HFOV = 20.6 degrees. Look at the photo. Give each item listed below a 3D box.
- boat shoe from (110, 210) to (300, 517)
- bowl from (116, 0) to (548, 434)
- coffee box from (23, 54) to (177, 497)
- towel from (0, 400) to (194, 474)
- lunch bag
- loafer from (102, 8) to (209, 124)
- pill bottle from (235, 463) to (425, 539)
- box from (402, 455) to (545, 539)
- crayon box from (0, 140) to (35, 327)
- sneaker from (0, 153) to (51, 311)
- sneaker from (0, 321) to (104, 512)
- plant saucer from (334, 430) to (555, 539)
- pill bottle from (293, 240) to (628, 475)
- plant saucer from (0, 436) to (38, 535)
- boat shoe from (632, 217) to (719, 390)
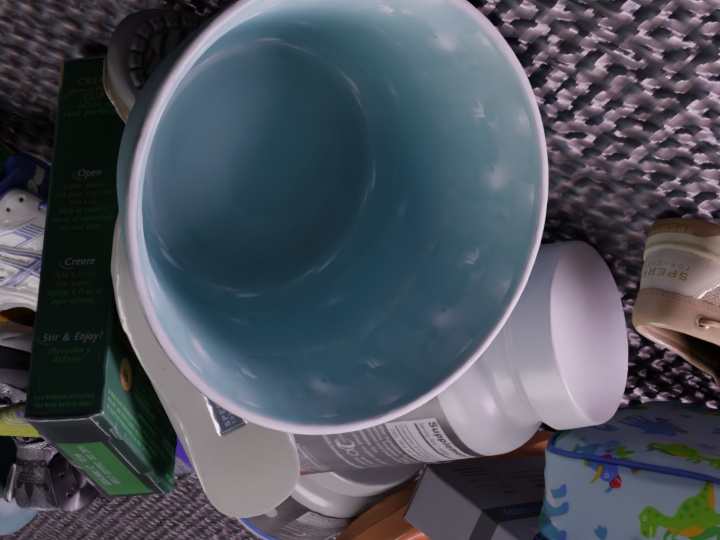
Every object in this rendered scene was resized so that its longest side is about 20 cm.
[{"bbox_3d":[-0.082,0.030,0.979,0.072,0.070,0.201,-126,18,-55],"label":"boat shoe"},{"bbox_3d":[-0.028,-0.039,0.873,0.201,0.201,0.105,34,176,-30],"label":"bowl"},{"bbox_3d":[-0.126,0.004,1.021,0.044,0.201,0.123,-4,155,11],"label":"coffee box"},{"bbox_3d":[-0.125,0.100,1.196,0.143,0.023,0.200,19,162,-37],"label":"towel"},{"bbox_3d":[0.194,0.127,1.063,0.160,0.083,0.200,9,-172,27],"label":"lunch bag"},{"bbox_3d":[-0.057,-0.056,0.979,0.070,0.075,0.200,-8,145,46],"label":"loafer"},{"bbox_3d":[-0.021,0.113,1.306,0.113,0.114,0.200,25,158,-9],"label":"pill bottle"},{"bbox_3d":[0.144,0.174,1.122,0.156,0.041,0.200,2,-153,-47],"label":"box"},{"bbox_3d":[-0.244,-0.030,1.251,0.118,0.058,0.200,6,155,34],"label":"crayon box"},{"bbox_3d":[-0.172,-0.021,1.117,0.199,0.075,0.088,0,124,-1],"label":"sneaker"},{"bbox_3d":[-0.217,0.097,1.294,0.075,0.114,0.200,5,170,34],"label":"sneaker"},{"bbox_3d":[0.058,0.157,1.288,0.032,0.200,0.200,62,166,15],"label":"plant saucer"},{"bbox_3d":[0.033,0.044,1.053,0.199,0.116,0.116,-10,146,31],"label":"pill bottle"},{"bbox_3d":[-0.255,0.082,1.376,0.027,0.201,0.200,-14,148,16],"label":"plant saucer"},{"bbox_3d":[0.206,0.049,0.993,0.200,0.065,0.071,34,156,-28],"label":"boat shoe"}]
